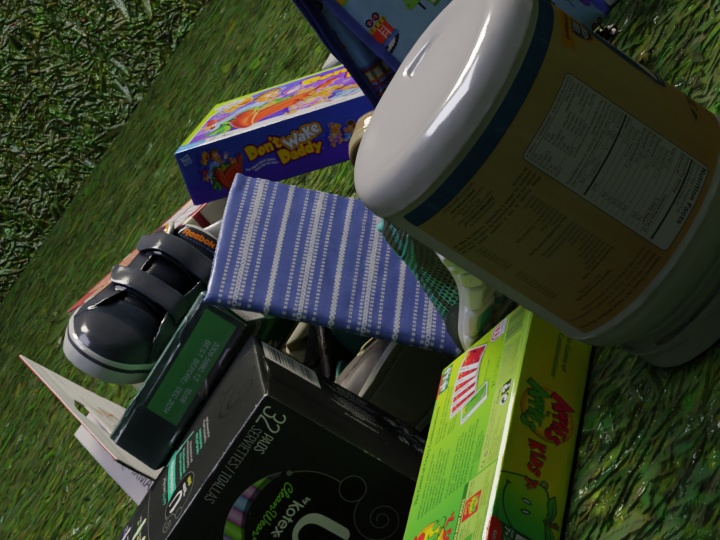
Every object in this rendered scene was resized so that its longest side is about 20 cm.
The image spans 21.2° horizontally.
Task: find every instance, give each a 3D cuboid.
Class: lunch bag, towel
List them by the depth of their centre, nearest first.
[{"bbox_3d":[0.044,-0.192,1.299,0.151,0.200,0.094,-48,16,-22],"label":"lunch bag"},{"bbox_3d":[0.000,0.000,1.317,0.145,0.200,0.024,-83,6,-53],"label":"towel"}]

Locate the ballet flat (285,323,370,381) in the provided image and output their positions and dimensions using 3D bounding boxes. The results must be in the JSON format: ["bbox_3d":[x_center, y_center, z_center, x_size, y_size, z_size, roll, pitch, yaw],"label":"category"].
[{"bbox_3d":[-0.028,0.070,1.447,0.072,0.072,0.200,-44,28,42],"label":"ballet flat"}]

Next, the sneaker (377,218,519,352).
[{"bbox_3d":[0.055,-0.019,1.194,0.078,0.091,0.200,-45,-31,-17],"label":"sneaker"}]

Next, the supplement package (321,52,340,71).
[{"bbox_3d":[0.073,-0.237,1.673,0.117,0.117,0.200,-28,34,61],"label":"supplement package"}]

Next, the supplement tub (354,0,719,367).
[{"bbox_3d":[0.113,-0.049,1.037,0.145,0.200,0.145,-51,18,23],"label":"supplement tub"}]

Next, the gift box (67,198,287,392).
[{"bbox_3d":[-0.095,0.033,1.570,0.200,0.187,0.185,-42,9,-17],"label":"gift box"}]

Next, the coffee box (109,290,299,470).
[{"bbox_3d":[-0.103,0.070,1.367,0.123,0.044,0.200,-57,-7,5],"label":"coffee box"}]

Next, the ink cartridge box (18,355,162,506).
[{"bbox_3d":[-0.169,0.151,1.469,0.044,0.174,0.200,-58,37,2],"label":"ink cartridge box"}]

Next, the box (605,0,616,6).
[{"bbox_3d":[0.135,-0.301,1.445,0.101,0.200,0.113,-42,23,46],"label":"box"}]

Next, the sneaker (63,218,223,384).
[{"bbox_3d":[-0.139,0.013,1.368,0.079,0.078,0.200,-65,-12,26],"label":"sneaker"}]

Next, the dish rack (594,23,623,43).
[{"bbox_3d":[0.110,-0.103,1.380,0.153,0.055,0.200,-51,16,-24],"label":"dish rack"}]

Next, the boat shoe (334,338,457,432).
[{"bbox_3d":[-0.007,0.119,1.338,0.201,0.072,0.061,-50,17,1],"label":"boat shoe"}]

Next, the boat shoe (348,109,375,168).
[{"bbox_3d":[0.083,-0.092,1.221,0.071,0.200,0.065,126,137,-55],"label":"boat shoe"}]

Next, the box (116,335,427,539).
[{"bbox_3d":[-0.060,0.174,1.243,0.200,0.148,0.124,-57,14,10],"label":"box"}]

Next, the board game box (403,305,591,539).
[{"bbox_3d":[0.077,0.118,1.120,0.102,0.048,0.200,-45,20,42],"label":"board game box"}]

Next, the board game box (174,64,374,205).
[{"bbox_3d":[-0.028,-0.116,1.464,0.200,0.045,0.134,-16,17,15],"label":"board game box"}]
